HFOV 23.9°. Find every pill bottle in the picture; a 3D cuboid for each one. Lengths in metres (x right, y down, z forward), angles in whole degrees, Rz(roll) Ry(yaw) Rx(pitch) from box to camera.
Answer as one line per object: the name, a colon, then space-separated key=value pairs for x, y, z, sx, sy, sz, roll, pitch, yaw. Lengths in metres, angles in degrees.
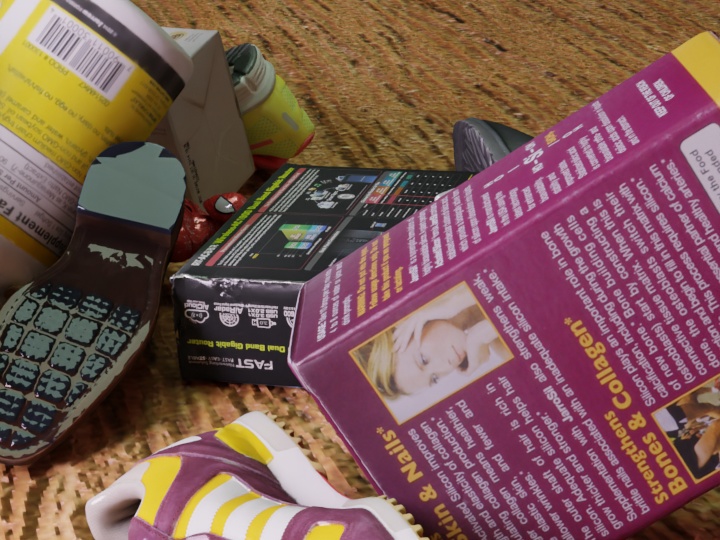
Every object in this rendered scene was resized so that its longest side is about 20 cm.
pill bottle: x=-0.191 y=-0.065 z=0.926 sx=0.114 sy=0.200 sz=0.114 roll=35 pitch=-5 yaw=3

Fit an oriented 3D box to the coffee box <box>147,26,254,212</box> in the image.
coffee box: x=-0.184 y=-0.102 z=1.142 sx=0.199 sy=0.115 sz=0.080 roll=9 pitch=40 yaw=26

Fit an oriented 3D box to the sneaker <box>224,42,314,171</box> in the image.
sneaker: x=-0.096 y=-0.104 z=1.233 sx=0.078 sy=0.090 sz=0.200 roll=-54 pitch=20 yaw=-12

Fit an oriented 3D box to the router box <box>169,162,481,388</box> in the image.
router box: x=0.000 y=0.000 z=0.936 sx=0.149 sy=0.062 sz=0.200 roll=4 pitch=21 yaw=15

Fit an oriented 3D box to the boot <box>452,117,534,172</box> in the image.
boot: x=0.176 y=-0.064 z=1.081 sx=0.199 sy=0.066 sz=0.165 roll=-12 pitch=31 yaw=-16

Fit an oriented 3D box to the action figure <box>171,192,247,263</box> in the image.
action figure: x=-0.159 y=-0.024 z=1.011 sx=0.199 sy=0.052 sz=0.065 roll=-4 pitch=15 yaw=14

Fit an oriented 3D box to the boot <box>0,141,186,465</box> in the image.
boot: x=-0.139 y=0.036 z=0.872 sx=0.074 sy=0.097 sz=0.200 roll=19 pitch=52 yaw=5

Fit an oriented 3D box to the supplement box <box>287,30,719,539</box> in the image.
supplement box: x=0.090 y=0.021 z=0.659 sx=0.199 sy=0.131 sz=0.103 roll=-31 pitch=15 yaw=10

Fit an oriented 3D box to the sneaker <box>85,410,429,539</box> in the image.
sneaker: x=-0.036 y=0.117 z=0.629 sx=0.090 sy=0.075 sz=0.200 roll=-21 pitch=20 yaw=-21

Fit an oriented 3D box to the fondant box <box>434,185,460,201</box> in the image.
fondant box: x=0.138 y=0.004 z=0.829 sx=0.200 sy=0.058 sz=0.144 roll=-21 pitch=58 yaw=-43
